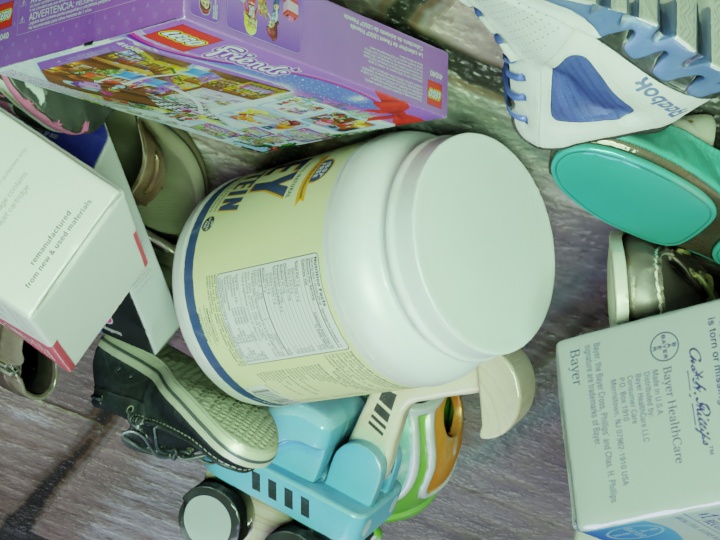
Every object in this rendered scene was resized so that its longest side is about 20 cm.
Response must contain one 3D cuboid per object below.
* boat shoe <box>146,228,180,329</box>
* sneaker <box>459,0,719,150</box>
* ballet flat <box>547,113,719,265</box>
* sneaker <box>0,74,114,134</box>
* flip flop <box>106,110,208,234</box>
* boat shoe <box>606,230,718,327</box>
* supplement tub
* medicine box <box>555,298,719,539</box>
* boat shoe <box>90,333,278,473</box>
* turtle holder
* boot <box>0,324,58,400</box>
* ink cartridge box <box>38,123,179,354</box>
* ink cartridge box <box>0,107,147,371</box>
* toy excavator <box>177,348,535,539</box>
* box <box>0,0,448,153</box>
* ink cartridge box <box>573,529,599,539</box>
[{"bbox_3d":[-0.183,-0.012,1.065,0.199,0.072,0.062,27,163,-24],"label":"boat shoe"},{"bbox_3d":[0.085,-0.111,0.710,0.198,0.081,0.115,24,145,-18],"label":"sneaker"},{"bbox_3d":[0.187,-0.040,0.809,0.199,0.071,0.067,26,148,-12],"label":"ballet flat"},{"bbox_3d":[-0.221,-0.142,0.809,0.086,0.081,0.201,-10,124,50],"label":"sneaker"},{"bbox_3d":[-0.148,-0.078,0.941,0.080,0.058,0.201,10,152,13],"label":"flip flop"},{"bbox_3d":[0.175,0.018,0.881,0.059,0.073,0.200,0,171,14],"label":"boat shoe"},{"bbox_3d":[0.000,0.000,0.907,0.199,0.146,0.145,-12,142,43],"label":"supplement tub"},{"bbox_3d":[0.230,0.085,0.806,0.198,0.104,0.182,-16,155,28],"label":"medicine box"},{"bbox_3d":[-0.116,0.093,0.985,0.074,0.063,0.199,18,-176,-38],"label":"boat shoe"},{"bbox_3d":[-0.006,0.090,1.124,0.186,0.140,0.132,48,142,16],"label":"turtle holder"},{"bbox_3d":[-0.246,-0.013,0.969,0.146,0.070,0.201,33,145,29],"label":"boot"},{"bbox_3d":[-0.177,-0.036,0.942,0.094,0.037,0.201,20,143,28],"label":"ink cartridge box"},{"bbox_3d":[-0.221,-0.045,0.827,0.199,0.083,0.147,34,167,6],"label":"ink cartridge box"},{"bbox_3d":[-0.003,0.111,1.002,0.193,0.202,0.100,24,-161,18],"label":"toy excavator"},{"bbox_3d":[-0.066,-0.106,0.783,0.136,0.040,0.199,-6,168,38],"label":"box"},{"bbox_3d":[0.222,0.135,0.974,0.145,0.202,0.084,1,150,29],"label":"ink cartridge box"}]
